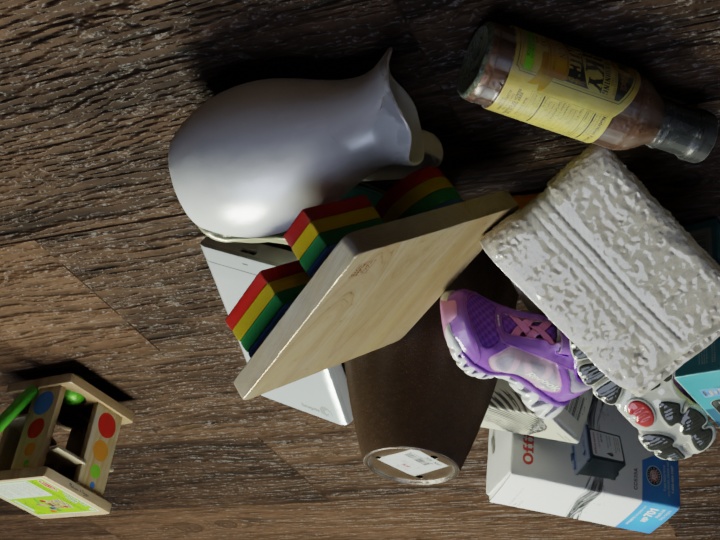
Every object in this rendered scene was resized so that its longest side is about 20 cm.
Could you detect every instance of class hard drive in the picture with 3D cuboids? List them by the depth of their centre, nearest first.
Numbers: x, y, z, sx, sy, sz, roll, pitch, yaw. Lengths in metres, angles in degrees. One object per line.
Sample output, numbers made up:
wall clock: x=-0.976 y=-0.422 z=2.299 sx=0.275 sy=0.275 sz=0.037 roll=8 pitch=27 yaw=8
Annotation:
hard drive: x=-0.081 y=0.060 z=1.121 sx=0.131 sy=0.027 sz=0.201 roll=14 pitch=135 yaw=39

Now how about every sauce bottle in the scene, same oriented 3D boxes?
sauce bottle: x=0.174 y=-0.129 z=0.834 sx=0.198 sy=0.065 sz=0.065 roll=15 pitch=148 yaw=-15

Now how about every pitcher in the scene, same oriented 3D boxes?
pitcher: x=-0.039 y=-0.092 z=0.906 sx=0.198 sy=0.122 sz=0.172 roll=-16 pitch=158 yaw=16

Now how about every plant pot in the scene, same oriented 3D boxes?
plant pot: x=0.060 y=0.100 z=1.095 sx=0.185 sy=0.202 sz=0.188 roll=6 pitch=148 yaw=4

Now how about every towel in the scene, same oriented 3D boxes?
towel: x=0.210 y=0.002 z=0.909 sx=0.132 sy=0.035 sz=0.200 roll=-41 pitch=104 yaw=18

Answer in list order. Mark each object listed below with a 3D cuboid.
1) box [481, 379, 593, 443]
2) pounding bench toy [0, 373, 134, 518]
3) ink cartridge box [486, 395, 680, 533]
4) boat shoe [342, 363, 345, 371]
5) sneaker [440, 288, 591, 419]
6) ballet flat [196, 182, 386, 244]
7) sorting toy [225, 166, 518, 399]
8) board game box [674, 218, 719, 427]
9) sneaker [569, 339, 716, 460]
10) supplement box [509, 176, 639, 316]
box: x=0.144 y=0.129 z=1.199 sx=0.199 sy=0.069 sz=0.082 roll=3 pitch=153 yaw=41
pounding bench toy: x=-0.408 y=0.202 z=1.408 sx=0.123 sy=0.157 sz=0.200 roll=-11 pitch=144 yaw=29
ink cartridge box: x=0.253 y=0.200 z=1.263 sx=0.198 sy=0.148 sz=0.086 roll=13 pitch=147 yaw=-8
boat shoe: x=-0.051 y=0.083 z=1.197 sx=0.199 sy=0.092 sz=0.071 roll=23 pitch=146 yaw=-22
sneaker: x=0.153 y=0.064 z=1.004 sx=0.088 sy=0.081 sz=0.199 roll=-25 pitch=138 yaw=35
ballet flat: x=-0.055 y=-0.051 z=1.014 sx=0.198 sy=0.070 sz=0.070 roll=6 pitch=149 yaw=-11
sorting toy: x=0.000 y=0.000 z=0.911 sx=0.198 sy=0.070 sz=0.200 roll=-17 pitch=155 yaw=-44
board game box: x=0.348 y=0.071 z=1.029 sx=0.047 sy=0.152 sz=0.200 roll=-14 pitch=142 yaw=33
sneaker: x=0.249 y=0.088 z=1.009 sx=0.080 sy=0.084 sz=0.201 roll=-28 pitch=118 yaw=16
supplement box: x=0.219 y=0.007 z=1.029 sx=0.125 sy=0.074 sz=0.200 roll=-7 pitch=144 yaw=24
